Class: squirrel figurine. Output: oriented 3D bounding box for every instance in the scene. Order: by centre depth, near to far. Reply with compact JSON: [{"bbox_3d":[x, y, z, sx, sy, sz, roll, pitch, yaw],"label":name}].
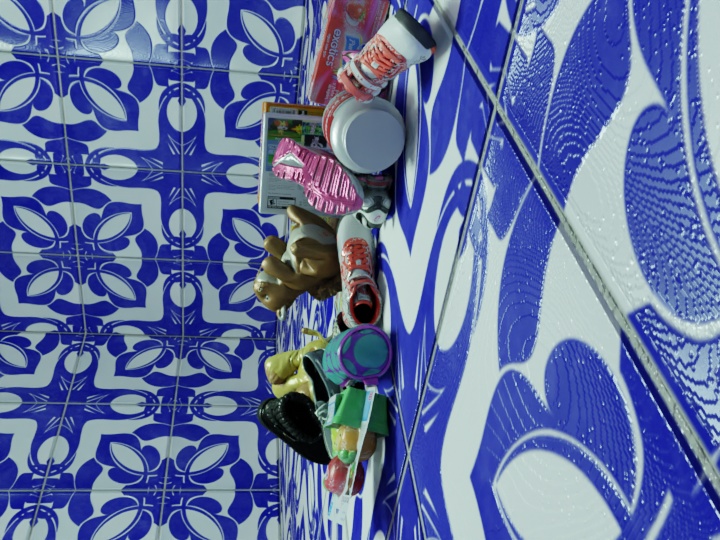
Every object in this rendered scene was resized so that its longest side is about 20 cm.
[{"bbox_3d":[-0.097,0.009,1.407,0.187,0.200,0.142,-55,34,26],"label":"squirrel figurine"}]

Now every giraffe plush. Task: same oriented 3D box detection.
[{"bbox_3d":[-0.086,0.234,1.575,0.200,0.172,0.162,-48,35,15],"label":"giraffe plush"}]

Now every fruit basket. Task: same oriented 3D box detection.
[{"bbox_3d":[-0.024,0.282,1.176,0.185,0.094,0.200,125,165,-73],"label":"fruit basket"}]

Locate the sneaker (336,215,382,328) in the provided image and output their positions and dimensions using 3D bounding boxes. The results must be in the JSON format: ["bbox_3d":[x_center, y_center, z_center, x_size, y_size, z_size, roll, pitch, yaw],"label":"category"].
[{"bbox_3d":[0.001,0.001,1.267,0.108,0.067,0.202,180,89,-80],"label":"sneaker"}]

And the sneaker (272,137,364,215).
[{"bbox_3d":[-0.051,-0.147,1.199,0.200,0.088,0.082,42,115,40],"label":"sneaker"}]

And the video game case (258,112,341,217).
[{"bbox_3d":[-0.080,-0.188,1.391,0.022,0.199,0.183,-111,26,-69],"label":"video game case"}]

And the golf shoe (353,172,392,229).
[{"bbox_3d":[0.002,-0.116,1.263,0.200,0.072,0.092,-141,53,-78],"label":"golf shoe"}]

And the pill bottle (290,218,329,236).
[{"bbox_3d":[-0.114,-0.053,1.840,0.111,0.111,0.201,-164,77,-80],"label":"pill bottle"}]

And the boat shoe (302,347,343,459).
[{"bbox_3d":[-0.060,0.232,1.306,0.073,0.062,0.201,-22,72,44],"label":"boat shoe"}]

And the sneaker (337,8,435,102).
[{"bbox_3d":[0.029,-0.264,0.974,0.108,0.067,0.201,-45,12,4],"label":"sneaker"}]

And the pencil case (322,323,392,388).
[{"bbox_3d":[-0.007,0.137,1.203,0.200,0.085,0.093,132,135,-76],"label":"pencil case"}]

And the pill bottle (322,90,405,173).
[{"bbox_3d":[0.006,-0.209,1.147,0.200,0.112,0.113,-116,29,-70],"label":"pill bottle"}]

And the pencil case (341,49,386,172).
[{"bbox_3d":[-0.001,-0.267,1.287,0.094,0.091,0.201,20,108,43],"label":"pencil case"}]

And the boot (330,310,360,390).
[{"bbox_3d":[-0.027,0.187,1.372,0.204,0.073,0.154,-104,23,-52],"label":"boot"}]

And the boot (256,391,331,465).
[{"bbox_3d":[-0.091,0.305,1.453,0.158,0.211,0.080,-26,36,60],"label":"boot"}]

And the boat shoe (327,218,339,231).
[{"bbox_3d":[-0.073,-0.070,1.675,0.072,0.067,0.200,98,-179,-53],"label":"boat shoe"}]

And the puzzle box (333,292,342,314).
[{"bbox_3d":[-0.027,0.003,1.555,0.133,0.025,0.201,-110,24,-65],"label":"puzzle box"}]

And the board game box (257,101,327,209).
[{"bbox_3d":[-0.097,-0.223,1.505,0.200,0.199,0.200,-129,42,-75],"label":"board game box"}]

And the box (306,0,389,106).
[{"bbox_3d":[-0.026,-0.392,1.353,0.103,0.094,0.200,-111,35,-67],"label":"box"}]
